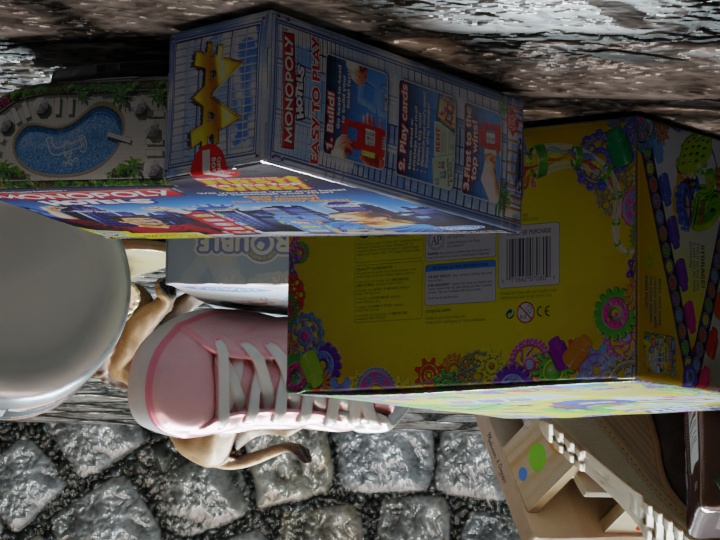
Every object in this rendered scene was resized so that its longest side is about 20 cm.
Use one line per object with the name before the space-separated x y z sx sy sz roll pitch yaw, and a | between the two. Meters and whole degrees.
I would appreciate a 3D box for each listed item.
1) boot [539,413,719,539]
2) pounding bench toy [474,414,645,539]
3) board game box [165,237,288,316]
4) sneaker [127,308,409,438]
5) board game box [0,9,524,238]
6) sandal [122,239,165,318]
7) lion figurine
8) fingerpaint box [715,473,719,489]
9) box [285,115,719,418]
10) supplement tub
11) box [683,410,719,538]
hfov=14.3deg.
boot | 0.222 0.095 1.676 0.166 0.200 0.072 -39 161 -19
pounding bench toy | 0.161 0.052 1.838 0.124 0.201 0.156 3 142 -34
board game box | 0.000 0.000 1.708 0.199 0.044 0.199 1 175 8
sneaker | -0.041 0.062 1.732 0.104 0.076 0.200 3 -176 42
board game box | -0.053 -0.056 1.175 0.199 0.062 0.200 -1 172 17
sandal | -0.178 0.026 1.848 0.077 0.070 0.211 6 172 -33
lion figurine | -0.123 0.075 1.923 0.122 0.200 0.072 -42 168 36
fingerpaint box | 0.300 0.087 1.362 0.199 0.167 0.074 21 -154 -23
box | 0.099 0.006 1.406 0.199 0.123 0.192 -4 171 35
supplement tub | -0.192 0.018 1.564 0.122 0.123 0.200 2 174 -9
box | 0.273 0.055 1.537 0.199 0.167 0.164 -1 169 4
